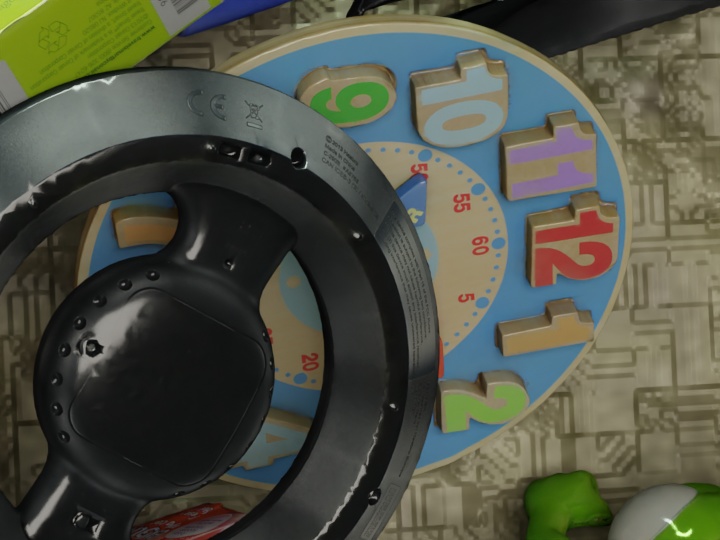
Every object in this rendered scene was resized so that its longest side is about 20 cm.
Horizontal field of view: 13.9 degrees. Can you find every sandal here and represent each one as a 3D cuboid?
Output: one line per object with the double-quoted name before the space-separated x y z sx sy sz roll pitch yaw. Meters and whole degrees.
"sandal" 0.047 -0.097 1.068 0.200 0.076 0.043 -20 105 -21

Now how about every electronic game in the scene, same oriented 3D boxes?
"electronic game" -0.066 0.034 0.946 0.200 0.042 0.201 -5 104 -22

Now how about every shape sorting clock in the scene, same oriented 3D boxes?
"shape sorting clock" 0.000 0.000 1.028 0.199 0.039 0.200 -11 127 -14

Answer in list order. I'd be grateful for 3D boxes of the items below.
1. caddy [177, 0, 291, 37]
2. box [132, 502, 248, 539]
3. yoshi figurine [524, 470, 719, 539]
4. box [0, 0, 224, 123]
"caddy" -0.047 -0.179 1.006 0.105 0.141 0.200 -27 85 -17
"box" -0.058 0.190 1.029 0.099 0.095 0.200 -19 92 -13
"yoshi figurine" 0.077 0.128 1.065 0.200 0.112 0.113 -20 118 -5
"box" -0.145 -0.113 0.988 0.122 0.200 0.048 -37 133 -8
